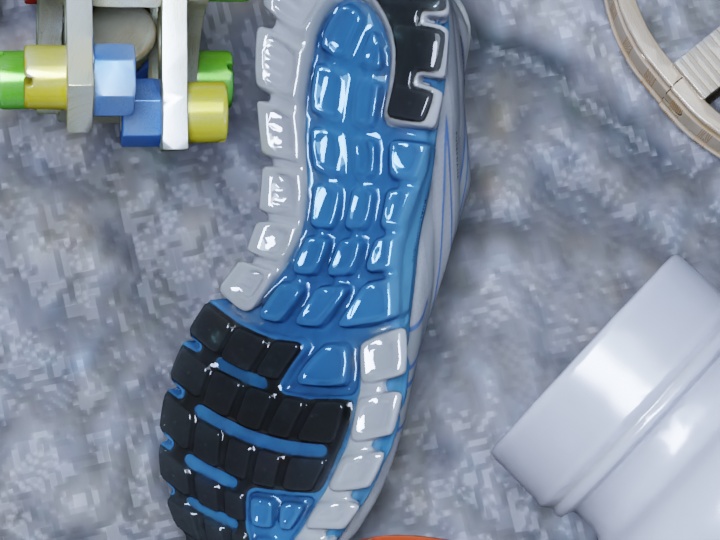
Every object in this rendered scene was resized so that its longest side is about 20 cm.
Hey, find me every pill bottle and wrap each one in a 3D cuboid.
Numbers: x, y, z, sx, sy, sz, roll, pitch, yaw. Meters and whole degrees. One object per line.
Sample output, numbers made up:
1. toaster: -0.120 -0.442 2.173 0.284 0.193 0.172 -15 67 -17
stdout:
1. pill bottle: 0.138 0.092 0.775 0.200 0.112 0.112 44 75 6

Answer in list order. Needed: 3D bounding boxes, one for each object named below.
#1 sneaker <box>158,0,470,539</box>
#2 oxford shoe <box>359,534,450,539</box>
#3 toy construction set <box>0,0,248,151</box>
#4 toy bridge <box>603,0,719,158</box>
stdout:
1. sneaker: 0.000 0.000 0.803 0.075 0.087 0.201 16 93 21
2. oxford shoe: -0.019 0.112 0.724 0.199 0.073 0.072 -1 91 -2
3. toy construction set: -0.067 -0.127 0.794 0.092 0.131 0.201 13 79 -5
4. toy bridge: 0.125 -0.074 0.858 0.067 0.027 0.200 -37 83 -13
